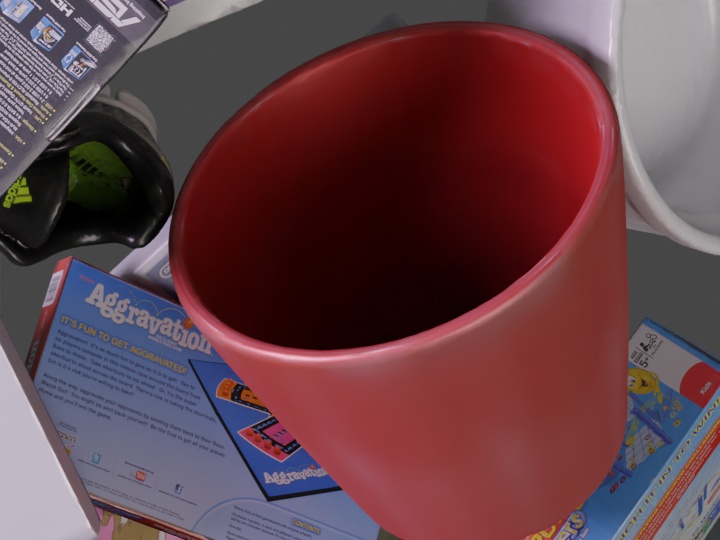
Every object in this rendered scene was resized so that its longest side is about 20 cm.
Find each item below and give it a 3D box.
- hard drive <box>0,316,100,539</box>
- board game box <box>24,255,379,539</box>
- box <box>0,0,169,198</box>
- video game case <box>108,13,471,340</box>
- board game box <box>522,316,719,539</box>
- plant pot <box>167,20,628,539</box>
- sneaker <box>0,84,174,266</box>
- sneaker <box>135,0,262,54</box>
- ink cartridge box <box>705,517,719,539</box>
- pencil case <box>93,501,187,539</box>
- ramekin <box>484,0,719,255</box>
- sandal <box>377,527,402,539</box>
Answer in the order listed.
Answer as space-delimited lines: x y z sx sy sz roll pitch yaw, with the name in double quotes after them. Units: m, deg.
-0.230 0.095 0.734 0.199 0.025 0.132 -24 103 1 "hard drive"
-0.071 0.079 0.821 0.199 0.019 0.103 26 68 -27 "board game box"
-0.193 -0.104 0.612 0.200 0.049 0.161 42 91 -13 "box"
0.000 0.000 0.858 0.200 0.023 0.182 -42 122 7 "video game case"
0.139 0.148 0.957 0.200 0.056 0.196 -54 155 -7 "board game box"
0.034 0.019 0.767 0.200 0.200 0.178 -33 134 -11 "plant pot"
-0.159 -0.049 0.711 0.199 0.087 0.074 9 115 -38 "sneaker"
-0.084 -0.156 0.701 0.200 0.072 0.115 -30 108 -37 "sneaker"
0.289 0.194 1.193 0.199 0.083 0.146 14 111 -40 "ink cartridge box"
-0.128 0.118 0.845 0.199 0.087 0.083 11 129 -36 "pencil case"
0.151 -0.111 0.831 0.200 0.097 0.202 -7 100 -42 "ramekin"
-0.004 0.163 0.912 0.080 0.057 0.201 17 119 -41 "sandal"
